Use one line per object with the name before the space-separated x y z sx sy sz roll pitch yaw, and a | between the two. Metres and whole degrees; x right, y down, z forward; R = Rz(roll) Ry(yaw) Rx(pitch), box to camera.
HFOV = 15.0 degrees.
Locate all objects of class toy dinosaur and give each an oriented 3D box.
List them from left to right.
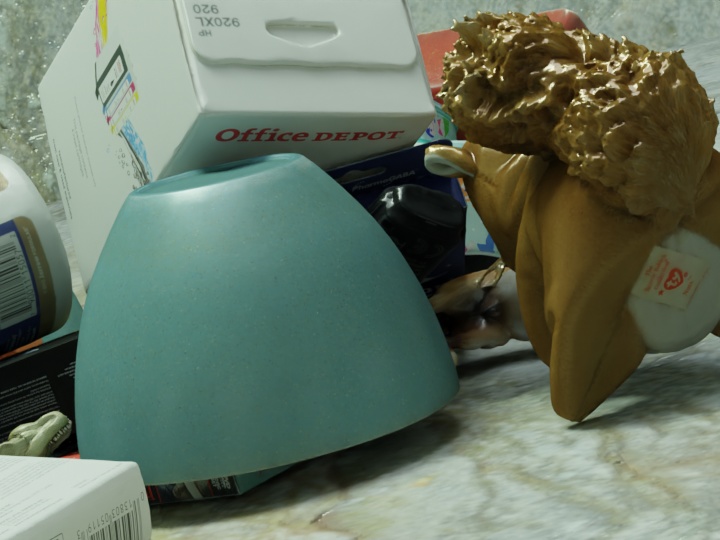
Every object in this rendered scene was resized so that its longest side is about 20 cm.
toy dinosaur | -0.241 0.084 1.390 0.199 0.048 0.088 1 -32 -15

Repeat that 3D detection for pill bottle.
pill bottle | -0.271 0.018 1.531 0.199 0.112 0.111 -24 11 -26

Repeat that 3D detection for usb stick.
usb stick | -0.010 0.016 1.514 0.055 0.033 0.200 20 -40 -22

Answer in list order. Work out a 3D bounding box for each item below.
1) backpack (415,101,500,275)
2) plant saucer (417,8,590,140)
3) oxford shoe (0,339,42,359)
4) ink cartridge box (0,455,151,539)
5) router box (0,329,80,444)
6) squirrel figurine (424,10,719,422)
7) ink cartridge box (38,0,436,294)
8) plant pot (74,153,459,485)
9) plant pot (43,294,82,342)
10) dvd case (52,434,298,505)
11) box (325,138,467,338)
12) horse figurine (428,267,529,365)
backpack | 0.010 -0.031 1.720 0.199 0.152 0.177 -6 -13 24
plant saucer | 0.122 -0.071 1.753 0.037 0.200 0.200 -47 22 -25
oxford shoe | -0.259 0.029 1.685 0.071 0.073 0.200 -19 -2 10
ink cartridge box | -0.221 0.126 1.260 0.199 0.050 0.161 -1 13 26
router box | -0.196 0.075 1.581 0.199 0.053 0.157 -20 2 24
squirrel figurine | 0.112 -0.050 1.378 0.141 0.201 0.187 -22 33 -14
ink cartridge box | -0.073 -0.097 1.543 0.146 0.145 0.200 -2 -28 -28
plant pot | -0.060 0.016 1.400 0.199 0.136 0.200 -12 8 2
plant pot | -0.294 0.025 1.922 0.199 0.136 0.200 -13 7 2
dvd case | -0.106 0.100 1.465 0.199 0.022 0.146 -11 8 33
box | 0.000 0.000 1.568 0.120 0.033 0.200 -16 -28 -6
horse figurine | 0.091 0.025 1.537 0.199 0.050 0.132 -11 8 23
